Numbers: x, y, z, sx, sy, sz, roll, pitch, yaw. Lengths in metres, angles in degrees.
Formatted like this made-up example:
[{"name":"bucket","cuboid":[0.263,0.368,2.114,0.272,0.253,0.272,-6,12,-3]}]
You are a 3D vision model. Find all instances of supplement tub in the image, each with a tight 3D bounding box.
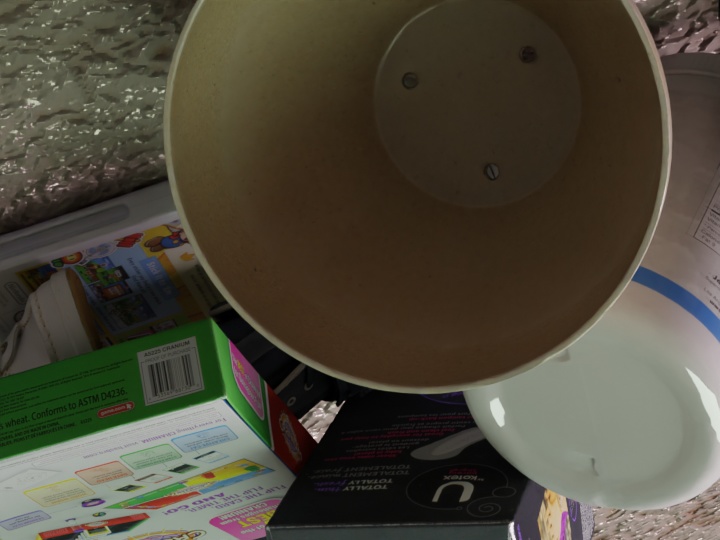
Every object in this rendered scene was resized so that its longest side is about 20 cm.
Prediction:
[{"name":"supplement tub","cuboid":[0.139,0.003,0.932,0.132,0.200,0.132,15,134,17]}]

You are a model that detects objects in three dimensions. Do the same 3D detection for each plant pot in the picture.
[{"name":"plant pot","cuboid":[0.035,-0.062,0.823,0.200,0.201,0.134,-26,-177,18]}]

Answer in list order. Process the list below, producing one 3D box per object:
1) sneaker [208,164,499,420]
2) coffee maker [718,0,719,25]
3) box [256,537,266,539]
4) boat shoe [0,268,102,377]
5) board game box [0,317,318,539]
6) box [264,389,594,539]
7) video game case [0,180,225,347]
[{"name":"sneaker","cuboid":[0.001,0.002,0.990,0.146,0.077,0.202,-26,159,-19]},{"name":"coffee maker","cuboid":[0.285,-0.083,0.892,0.200,0.192,0.135,0,122,-36]},{"name":"box","cuboid":[-0.100,0.201,1.296,0.200,0.132,0.115,7,145,-39]},{"name":"boat shoe","cuboid":[-0.162,0.065,1.006,0.069,0.071,0.200,-12,155,-13]},{"name":"board game box","cuboid":[-0.110,0.095,0.968,0.153,0.040,0.200,-16,155,7]},{"name":"box","cuboid":[0.042,0.129,0.995,0.122,0.106,0.200,-4,-162,16]},{"name":"video game case","cuboid":[-0.136,0.023,1.048,0.182,0.023,0.200,-18,154,3]}]
